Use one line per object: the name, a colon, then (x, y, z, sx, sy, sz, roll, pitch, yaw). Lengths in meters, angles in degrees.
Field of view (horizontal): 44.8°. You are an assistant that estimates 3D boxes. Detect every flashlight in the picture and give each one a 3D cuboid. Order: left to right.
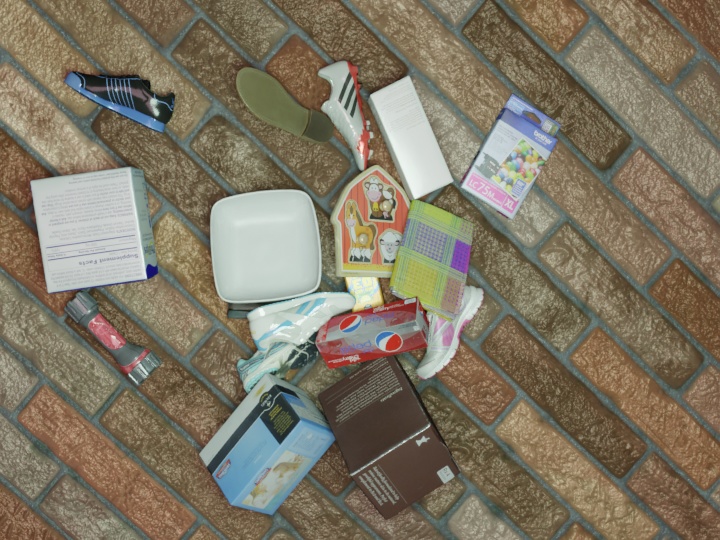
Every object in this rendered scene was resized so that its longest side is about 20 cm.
flashlight: (-0.458, 0.122, 1.612, 0.068, 0.068, 0.200, -42, 96, 3)

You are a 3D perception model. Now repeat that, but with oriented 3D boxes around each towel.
towel: (0.131, -0.021, 1.595, 0.141, 0.023, 0.204, 22, 64, -14)

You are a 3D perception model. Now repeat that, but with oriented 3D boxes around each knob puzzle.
knob puzzle: (0.033, -0.090, 1.582, 0.216, 0.030, 0.225, 3, 85, -35)

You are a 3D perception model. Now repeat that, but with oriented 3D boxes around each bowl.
bowl: (-0.169, -0.038, 1.589, 0.195, 0.075, 0.205, -6, 77, -2)

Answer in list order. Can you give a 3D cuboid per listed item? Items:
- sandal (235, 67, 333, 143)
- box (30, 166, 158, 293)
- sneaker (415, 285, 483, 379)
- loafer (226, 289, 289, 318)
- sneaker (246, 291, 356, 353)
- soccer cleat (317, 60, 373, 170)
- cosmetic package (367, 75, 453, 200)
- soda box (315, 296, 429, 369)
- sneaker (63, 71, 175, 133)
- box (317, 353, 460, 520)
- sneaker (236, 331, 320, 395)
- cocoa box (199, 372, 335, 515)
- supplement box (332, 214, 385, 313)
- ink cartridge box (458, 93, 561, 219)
sandal: (-0.150, -0.290, 1.594, 0.209, 0.069, 0.079, 28, 77, -26)
box: (-0.476, -0.074, 1.576, 0.179, 0.105, 0.205, -7, 94, -2)
sneaker: (0.149, 0.105, 1.634, 0.087, 0.081, 0.203, 29, 85, -3)
loafer: (-0.151, 0.058, 1.620, 0.195, 0.072, 0.065, -1, 89, 0)
sneaker: (-0.100, 0.088, 1.551, 0.196, 0.077, 0.083, -15, 85, -8)
soccer cleat: (-0.028, -0.280, 1.595, 0.083, 0.069, 0.205, -10, 91, -7)
cosmetic package: (0.088, -0.236, 1.584, 0.083, 0.108, 0.203, -25, 97, -1)
soda box: (0.022, 0.113, 1.561, 0.196, 0.064, 0.071, -14, 127, 19)
sneaker: (-0.432, -0.324, 1.579, 0.197, 0.070, 0.079, 25, 89, -10)
box: (0.048, 0.288, 1.553, 0.162, 0.201, 0.167, -31, 131, 1)
sneaker: (-0.146, 0.144, 1.622, 0.198, 0.078, 0.086, -36, 56, -14)
cocoa box: (-0.165, 0.316, 1.578, 0.201, 0.133, 0.131, -50, 53, 5)
supplement box: (0.000, 0.000, 1.621, 0.065, 0.069, 0.205, -14, 97, 1)
ink cartridge box: (0.283, -0.213, 1.628, 0.118, 0.042, 0.203, 30, 91, -5)
